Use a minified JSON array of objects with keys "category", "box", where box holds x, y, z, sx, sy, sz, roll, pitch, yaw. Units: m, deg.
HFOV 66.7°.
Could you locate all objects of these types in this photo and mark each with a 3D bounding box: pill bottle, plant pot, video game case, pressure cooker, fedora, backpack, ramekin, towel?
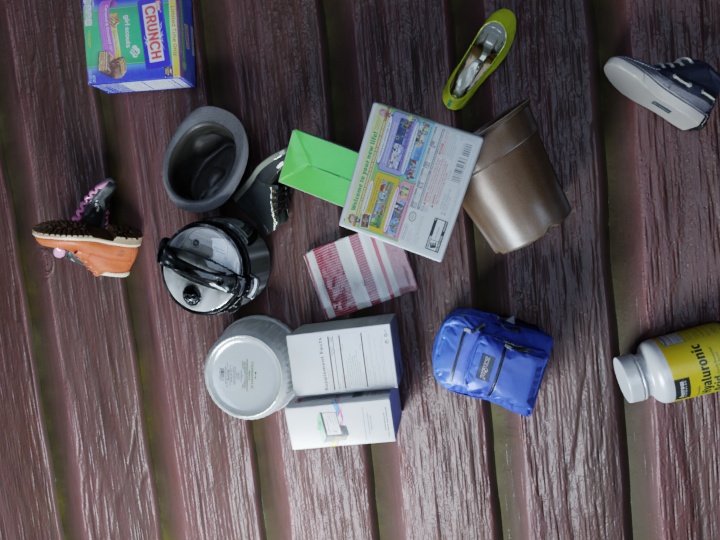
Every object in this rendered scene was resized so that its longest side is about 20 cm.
[{"category":"pill bottle","box":[0.556,0.165,0.953,0.196,0.111,0.113,-18,92,11]},{"category":"plant pot","box":[0.247,-0.151,0.943,0.198,0.200,0.200,-31,98,11]},{"category":"video game case","box":[0.076,-0.138,0.863,0.179,0.022,0.204,20,106,8]},{"category":"pressure cooker","box":[-0.271,-0.006,1.029,0.173,0.200,0.182,-22,91,11]},{"category":"fedora","box":[-0.287,-0.202,1.061,0.174,0.090,0.204,17,85,15]},{"category":"backpack","box":[0.228,0.152,0.980,0.196,0.168,0.166,17,91,11]},{"category":"ramekin","box":[-0.213,0.197,1.086,0.196,0.105,0.205,1,96,9]},{"category":"towel","box":[0.000,0.000,1.076,0.197,0.023,0.147,-19,94,12]}]

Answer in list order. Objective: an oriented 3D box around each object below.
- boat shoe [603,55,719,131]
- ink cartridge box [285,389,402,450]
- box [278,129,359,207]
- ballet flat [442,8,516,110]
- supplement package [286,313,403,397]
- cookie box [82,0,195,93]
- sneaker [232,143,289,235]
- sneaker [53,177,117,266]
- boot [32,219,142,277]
[{"category":"boat shoe","box":[0.522,-0.331,0.939,0.198,0.075,0.094,33,93,-3]},{"category":"ink cartridge box","box":[-0.027,0.267,1.041,0.196,0.145,0.086,-8,94,10]},{"category":"box","box":[-0.020,-0.170,0.983,0.197,0.176,0.098,22,100,6]},{"category":"ballet flat","box":[0.216,-0.381,0.981,0.066,0.067,0.202,35,99,5]},{"category":"supplement package","box":[-0.025,0.160,1.043,0.196,0.121,0.122,-7,93,10]},{"category":"cookie box","box":[-0.434,-0.451,1.078,0.196,0.075,0.175,-2,94,9]},{"category":"sneaker","box":[-0.155,-0.152,1.039,0.107,0.075,0.199,51,136,-5]},{"category":"sneaker","box":[-0.550,-0.096,1.142,0.095,0.079,0.202,32,99,-19]},{"category":"boot","box":[-0.547,-0.038,1.092,0.075,0.197,0.109,45,118,46]}]
